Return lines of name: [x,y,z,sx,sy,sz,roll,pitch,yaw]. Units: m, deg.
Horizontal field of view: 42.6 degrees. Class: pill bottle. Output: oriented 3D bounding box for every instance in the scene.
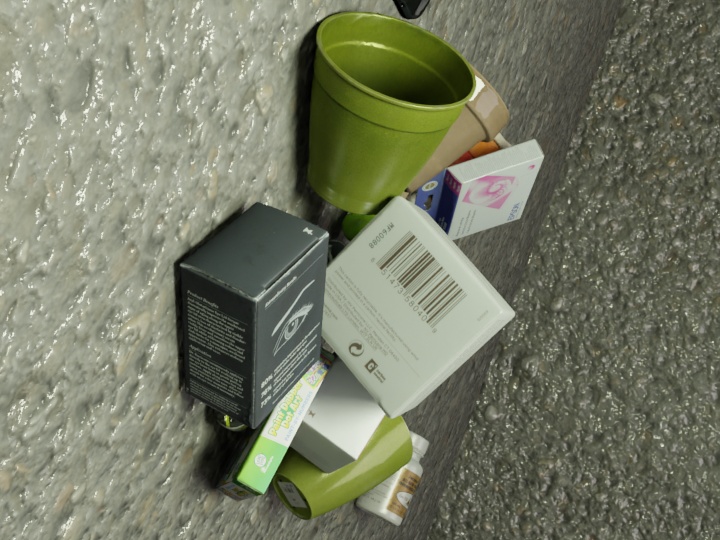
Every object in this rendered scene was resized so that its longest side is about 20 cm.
pill bottle: [0.078,0.468,2.114,0.202,0.113,0.115,-64,161,-16]

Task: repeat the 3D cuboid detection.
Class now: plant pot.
plant pot: [0.016,-0.180,1.143,0.200,0.199,0.194,-47,164,-49]
plant pot: [-0.047,0.308,1.522,0.199,0.186,0.189,-37,147,-34]
plant pot: [0.083,-0.213,1.319,0.175,0.200,0.200,-49,161,-1]

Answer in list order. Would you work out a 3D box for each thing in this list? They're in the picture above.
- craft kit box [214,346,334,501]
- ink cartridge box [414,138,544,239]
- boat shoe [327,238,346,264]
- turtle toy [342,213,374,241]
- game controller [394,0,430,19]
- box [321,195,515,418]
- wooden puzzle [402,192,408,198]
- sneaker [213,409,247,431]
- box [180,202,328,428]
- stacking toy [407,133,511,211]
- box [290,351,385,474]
craft kit box: [-0.118,0.208,1.246,0.201,0.048,0.198,-62,-176,-22]
ink cartridge box: [0.184,-0.117,1.494,0.198,0.044,0.197,-20,157,-11]
boat shoe: [-0.059,-0.005,1.241,0.062,0.073,0.200,-36,177,33]
turtle toy: [0.000,0.000,1.389,0.145,0.100,0.202,-14,126,-63]
game controller: [0.070,-0.421,1.260,0.105,0.042,0.200,-54,161,0]
box: [0.061,0.048,1.202,0.200,0.199,0.171,-44,168,10]
wooden puzzle: [0.097,-0.193,1.496,0.201,0.046,0.185,-56,179,-24]
sneaker: [-0.129,0.121,1.226,0.201,0.075,0.077,-54,169,-19]
box: [-0.120,0.051,1.063,0.148,0.103,0.202,-44,149,-46]
stacking toy: [0.157,-0.153,1.560,0.199,0.146,0.146,-40,157,-5]
box: [-0.030,0.201,1.371,0.153,0.106,0.200,-54,-179,-21]
